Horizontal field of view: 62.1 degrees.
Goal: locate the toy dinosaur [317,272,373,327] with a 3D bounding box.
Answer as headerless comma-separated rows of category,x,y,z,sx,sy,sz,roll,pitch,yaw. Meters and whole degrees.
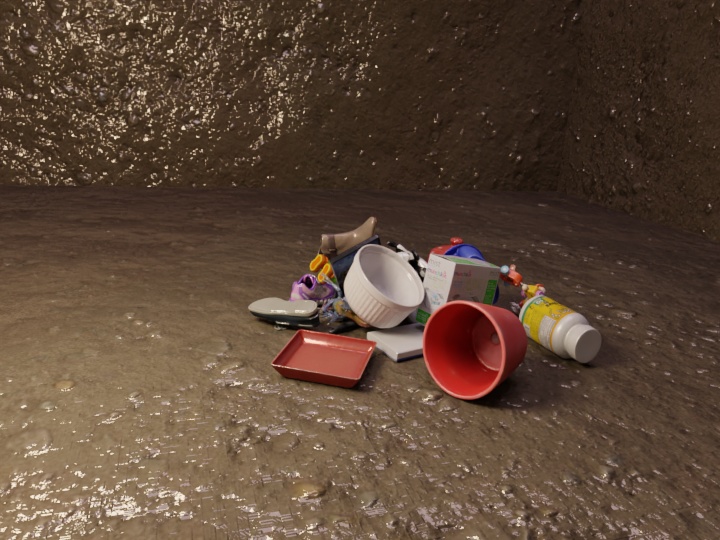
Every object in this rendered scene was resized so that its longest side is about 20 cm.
toy dinosaur,-0.055,0.108,1.556,0.198,0.106,0.181,37,0,4

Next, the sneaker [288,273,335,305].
sneaker,-0.132,0.051,1.682,0.078,0.092,0.199,11,17,27

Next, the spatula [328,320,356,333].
spatula,-0.001,0.136,1.551,0.195,0.021,0.056,-9,23,-35

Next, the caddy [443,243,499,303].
caddy,0.303,0.026,1.682,0.139,0.203,0.105,-30,19,5

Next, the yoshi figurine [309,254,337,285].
yoshi figurine,-0.056,0.032,1.696,0.110,0.116,0.197,-8,-21,43

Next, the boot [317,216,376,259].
boot,-0.045,-0.086,1.743,0.141,0.203,0.072,7,44,-15

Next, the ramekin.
ramekin,0.051,0.046,1.467,0.196,0.106,0.203,25,34,-18

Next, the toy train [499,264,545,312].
toy train,0.450,0.055,1.639,0.148,0.201,0.056,29,71,39

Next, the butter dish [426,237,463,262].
butter dish,0.307,-0.032,1.944,0.193,0.153,0.200,-4,19,-22

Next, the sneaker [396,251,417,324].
sneaker,0.126,0.044,1.595,0.078,0.206,0.071,-17,-14,-2

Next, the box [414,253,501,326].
box,0.249,0.059,1.526,0.196,0.182,0.096,6,12,-43

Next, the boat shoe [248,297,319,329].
boat shoe,-0.193,0.110,1.515,0.193,0.063,0.075,-1,31,17

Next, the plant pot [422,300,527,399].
plant pot,0.258,0.158,1.278,0.197,0.207,0.175,17,13,39

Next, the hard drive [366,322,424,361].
hard drive,0.131,0.169,1.465,0.195,0.026,0.131,-7,20,-32

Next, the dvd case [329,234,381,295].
dvd case,0.000,0.000,1.565,0.140,0.202,0.018,-29,56,-8

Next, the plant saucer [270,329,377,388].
plant saucer,-0.075,0.196,1.317,0.193,0.038,0.200,7,17,11

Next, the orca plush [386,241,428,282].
orca plush,0.133,-0.014,1.686,0.071,0.106,0.200,-38,58,-9

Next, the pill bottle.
pill bottle,0.491,0.146,1.472,0.109,0.117,0.200,-3,18,-22
